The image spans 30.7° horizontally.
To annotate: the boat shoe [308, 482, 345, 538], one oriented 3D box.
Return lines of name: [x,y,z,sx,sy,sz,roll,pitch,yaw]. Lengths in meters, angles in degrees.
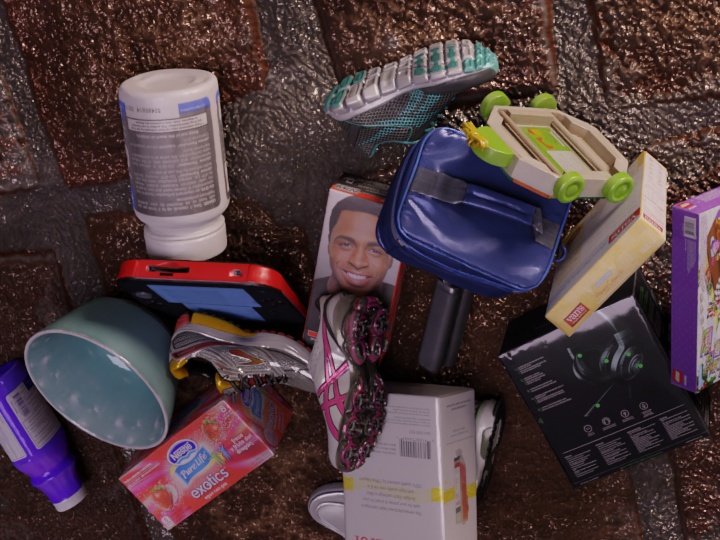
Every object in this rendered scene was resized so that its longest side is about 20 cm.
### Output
boat shoe: [0.025,0.324,1.643,0.197,0.065,0.075,13,116,9]

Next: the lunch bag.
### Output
lunch bag: [0.125,-0.055,1.383,0.198,0.132,0.138,21,83,-7]

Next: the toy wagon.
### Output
toy wagon: [0.179,-0.124,1.331,0.156,0.198,0.040,54,134,39]

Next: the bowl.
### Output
bowl: [-0.296,0.111,1.595,0.198,0.106,0.202,17,138,16]

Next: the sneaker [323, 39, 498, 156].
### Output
sneaker: [0.063,-0.183,1.423,0.198,0.078,0.092,-14,124,24]

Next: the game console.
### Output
game console: [-0.169,0.031,1.527,0.197,0.177,0.031,3,69,13]

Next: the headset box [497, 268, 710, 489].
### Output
headset box: [0.271,0.114,1.474,0.173,0.093,0.201,-27,104,24]

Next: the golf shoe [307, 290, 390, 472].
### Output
golf shoe: [-0.019,0.125,1.488,0.091,0.072,0.203,8,95,40]

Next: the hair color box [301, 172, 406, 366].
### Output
hair color box: [0.000,0.000,1.514,0.100,0.061,0.203,15,115,9]

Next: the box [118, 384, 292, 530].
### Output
box: [-0.191,0.217,1.634,0.199,0.103,0.095,-37,102,26]

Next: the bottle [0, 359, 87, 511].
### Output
bottle: [-0.424,0.218,1.706,0.065,0.084,0.202,-22,107,21]

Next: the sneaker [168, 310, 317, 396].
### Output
sneaker: [-0.133,0.117,1.549,0.197,0.083,0.078,13,148,8]

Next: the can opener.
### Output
can opener: [0.096,0.016,1.511,0.067,0.053,0.202,33,123,36]

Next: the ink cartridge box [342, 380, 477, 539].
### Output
ink cartridge box: [0.056,0.237,1.534,0.144,0.083,0.203,1,94,36]

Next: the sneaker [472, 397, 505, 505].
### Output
sneaker: [0.113,0.232,1.588,0.088,0.077,0.203,21,112,19]

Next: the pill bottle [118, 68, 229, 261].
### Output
pill bottle: [-0.207,-0.117,1.488,0.112,0.114,0.203,2,113,14]

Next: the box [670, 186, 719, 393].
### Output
box: [0.384,0.012,1.382,0.039,0.136,0.203,23,125,49]

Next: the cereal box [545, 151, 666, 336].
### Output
cereal box: [0.257,-0.031,1.355,0.039,0.200,0.144,38,117,-5]
